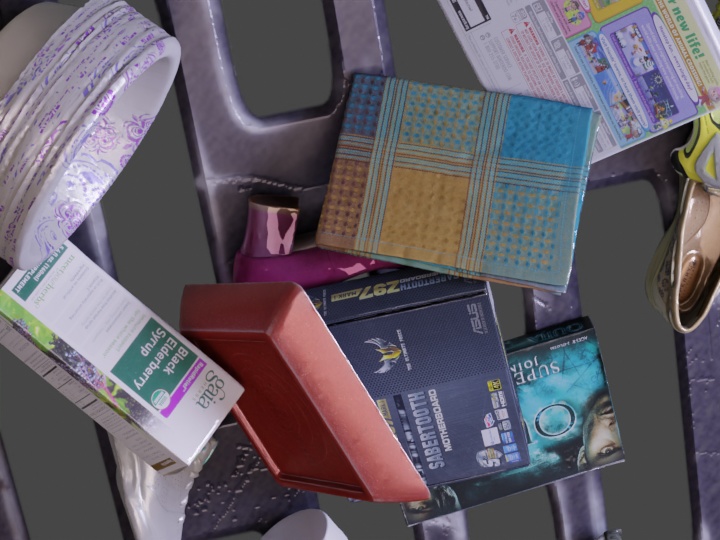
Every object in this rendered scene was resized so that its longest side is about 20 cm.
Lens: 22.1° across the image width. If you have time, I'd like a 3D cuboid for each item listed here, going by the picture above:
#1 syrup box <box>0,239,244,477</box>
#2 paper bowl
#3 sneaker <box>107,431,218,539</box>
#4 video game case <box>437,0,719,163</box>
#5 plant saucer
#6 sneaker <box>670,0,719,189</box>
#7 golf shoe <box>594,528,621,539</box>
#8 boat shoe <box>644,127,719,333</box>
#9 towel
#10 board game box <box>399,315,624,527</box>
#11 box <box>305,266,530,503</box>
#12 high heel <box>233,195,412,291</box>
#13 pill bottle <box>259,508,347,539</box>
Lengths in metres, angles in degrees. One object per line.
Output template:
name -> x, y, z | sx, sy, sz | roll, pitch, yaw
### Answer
syrup box -> -0.195, 0.065, 1.425 | 0.200, 0.081, 0.079 | 40, 67, -8
paper bowl -> -0.224, -0.109, 1.316 | 0.104, 0.201, 0.201 | 35, 106, 1
sneaker -> -0.158, 0.164, 1.520 | 0.088, 0.075, 0.202 | -14, 114, -14
video game case -> 0.166, -0.184, 1.380 | 0.181, 0.022, 0.201 | -23, 105, 26
plant saucer -> -0.056, 0.101, 1.425 | 0.037, 0.199, 0.201 | -40, 108, -26
sneaker -> 0.281, -0.162, 1.406 | 0.076, 0.075, 0.202 | 6, 86, 19
golf shoe -> 0.185, 0.318, 1.630 | 0.087, 0.077, 0.202 | 12, 112, -5
boat shoe -> 0.289, -0.047, 1.484 | 0.072, 0.063, 0.202 | 10, 110, -11
towel -> 0.074, -0.068, 1.394 | 0.198, 0.022, 0.148 | 10, 77, 15
board game box -> 0.116, 0.129, 1.560 | 0.198, 0.028, 0.136 | -17, 115, 1
box -> 0.041, 0.089, 1.461 | 0.156, 0.051, 0.201 | -11, 129, 7
high heel -> 0.000, 0.000, 1.459 | 0.198, 0.068, 0.097 | 9, 109, 2
pill bottle -> -0.009, 0.306, 1.578 | 0.109, 0.110, 0.201 | -34, 114, 8
